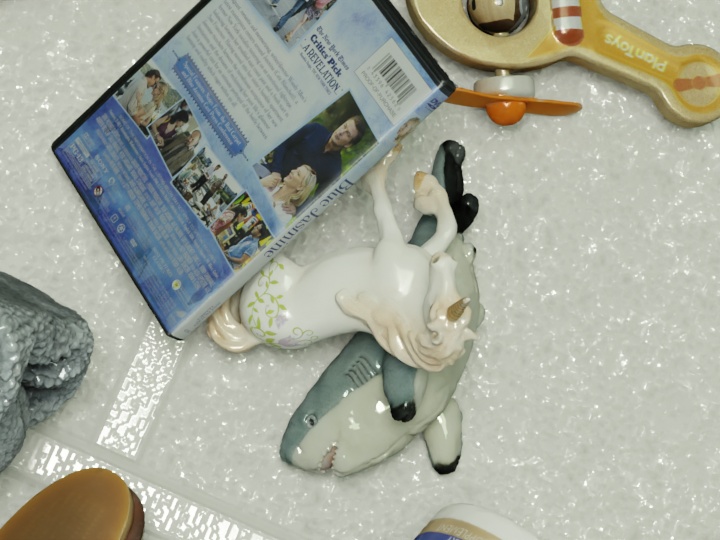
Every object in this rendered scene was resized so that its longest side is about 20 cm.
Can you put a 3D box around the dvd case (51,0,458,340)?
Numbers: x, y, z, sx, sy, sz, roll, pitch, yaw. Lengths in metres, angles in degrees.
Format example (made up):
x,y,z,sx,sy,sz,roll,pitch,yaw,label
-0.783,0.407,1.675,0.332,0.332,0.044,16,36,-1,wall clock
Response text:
x,y,z,sx,sy,sz,roll,pitch,yaw,label
-0.061,-0.080,1.074,0.200,0.018,0.143,-42,62,12,dvd case

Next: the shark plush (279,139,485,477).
x,y,z,sx,sy,sz,roll,pitch,yaw,label
0.019,0.017,1.107,0.083,0.091,0.202,8,80,25,shark plush

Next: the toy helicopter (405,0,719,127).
x,y,z,sx,sy,sz,roll,pitch,yaw,label
0.117,-0.128,1.147,0.199,0.079,0.133,25,76,-6,toy helicopter

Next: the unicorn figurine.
x,y,z,sx,sy,sz,roll,pitch,yaw,label
0.000,0.000,1.066,0.074,0.199,0.138,32,48,-40,unicorn figurine

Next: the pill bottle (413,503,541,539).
x,y,z,sx,sy,sz,roll,pitch,yaw,label
0.026,0.224,1.020,0.111,0.111,0.200,40,65,2,pill bottle

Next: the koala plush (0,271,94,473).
x,y,z,sx,sy,sz,roll,pitch,yaw,label
-0.239,0.088,1.015,0.176,0.184,0.201,24,90,20,koala plush

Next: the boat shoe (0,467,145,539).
x,y,z,sx,sy,sz,roll,pitch,yaw,label
-0.176,0.194,1.039,0.070,0.070,0.200,30,76,35,boat shoe
